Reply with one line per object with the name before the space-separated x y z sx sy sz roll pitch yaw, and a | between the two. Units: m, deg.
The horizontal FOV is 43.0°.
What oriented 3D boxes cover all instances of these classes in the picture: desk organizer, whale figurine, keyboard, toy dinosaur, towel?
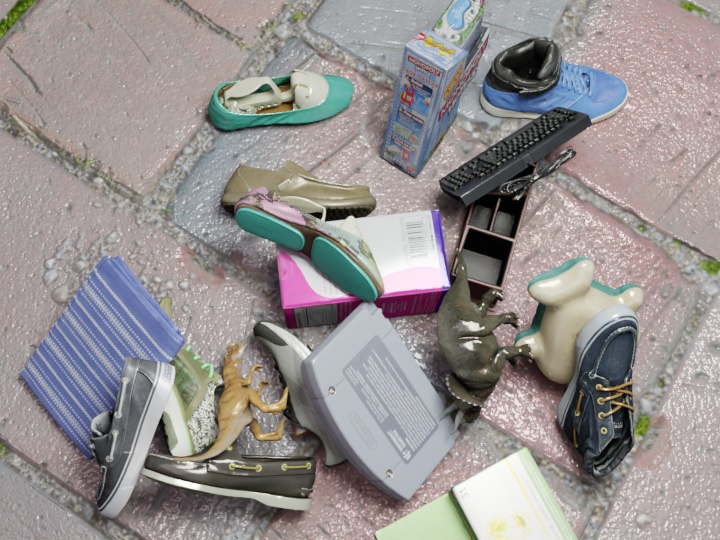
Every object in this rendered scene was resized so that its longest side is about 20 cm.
desk organizer | 0.166 -0.061 1.142 0.071 0.077 0.202 17 72 4
whale figurine | 0.244 0.044 1.053 0.158 0.200 0.104 -26 47 11
keyboard | 0.197 -0.139 1.114 0.199 0.021 0.127 -34 34 -11
toy dinosaur | -0.138 0.165 1.025 0.105 0.061 0.201 8 35 -2
towel | -0.300 0.100 1.061 0.145 0.024 0.200 46 108 14
toy dinosaur | 0.127 0.077 1.025 0.101 0.077 0.203 -15 95 -15

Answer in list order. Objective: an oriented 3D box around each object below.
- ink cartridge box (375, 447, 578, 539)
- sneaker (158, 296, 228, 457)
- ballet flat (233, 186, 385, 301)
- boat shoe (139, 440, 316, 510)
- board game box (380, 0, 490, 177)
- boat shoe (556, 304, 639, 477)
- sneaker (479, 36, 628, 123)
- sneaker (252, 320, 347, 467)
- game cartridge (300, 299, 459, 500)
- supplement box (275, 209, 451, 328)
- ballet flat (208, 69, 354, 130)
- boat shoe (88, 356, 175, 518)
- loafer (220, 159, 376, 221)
ink cartridge box | 0.136 0.313 1.034 0.198 0.048 0.147 -25 74 -12
sneaker | -0.200 0.128 1.084 0.087 0.077 0.203 -9 77 -17
ballet flat | -0.048 -0.042 1.038 0.198 0.069 0.071 29 54 9
boat shoe | -0.145 0.222 1.024 0.199 0.072 0.061 16 80 -21
board game box | 0.102 -0.248 1.139 0.061 0.200 0.201 31 74 10
boat shoe | 0.277 0.136 1.009 0.070 0.202 0.091 -7 42 -14
sneaker | 0.260 -0.248 1.189 0.197 0.111 0.078 3 71 0
sneaker | -0.067 0.141 1.075 0.079 0.074 0.201 -38 76 -7
game cartridge | 0.021 0.151 1.032 0.133 0.040 0.201 -43 106 -36
supplement box | 0.000 0.000 1.106 0.197 0.104 0.103 -5 72 -4
ballet flat | -0.103 -0.228 1.196 0.197 0.071 0.068 -11 71 -5
boat shoe | -0.268 0.184 1.011 0.067 0.072 0.202 18 113 -18
loafer | -0.077 -0.103 1.152 0.197 0.076 0.068 3 77 0
